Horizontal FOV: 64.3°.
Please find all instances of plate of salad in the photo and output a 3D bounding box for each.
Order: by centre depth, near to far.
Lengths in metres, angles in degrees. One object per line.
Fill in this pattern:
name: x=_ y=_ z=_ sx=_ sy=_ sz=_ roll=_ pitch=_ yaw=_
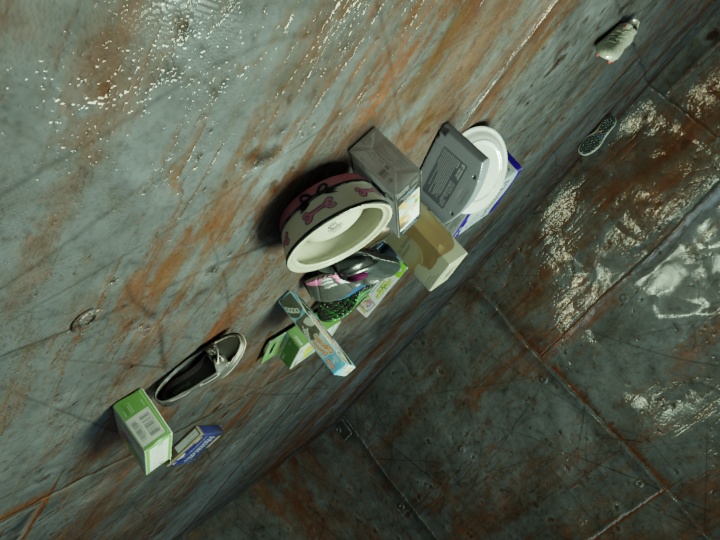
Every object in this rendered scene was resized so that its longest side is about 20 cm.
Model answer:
plate of salad: x=0.259 y=-0.232 z=1.325 sx=0.197 sy=0.048 sz=0.204 roll=-13 pitch=116 yaw=-28

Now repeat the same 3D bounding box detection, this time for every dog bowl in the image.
dog bowl: x=-0.048 y=-0.081 z=0.947 sx=0.198 sy=0.075 sz=0.201 roll=-27 pitch=164 yaw=-8

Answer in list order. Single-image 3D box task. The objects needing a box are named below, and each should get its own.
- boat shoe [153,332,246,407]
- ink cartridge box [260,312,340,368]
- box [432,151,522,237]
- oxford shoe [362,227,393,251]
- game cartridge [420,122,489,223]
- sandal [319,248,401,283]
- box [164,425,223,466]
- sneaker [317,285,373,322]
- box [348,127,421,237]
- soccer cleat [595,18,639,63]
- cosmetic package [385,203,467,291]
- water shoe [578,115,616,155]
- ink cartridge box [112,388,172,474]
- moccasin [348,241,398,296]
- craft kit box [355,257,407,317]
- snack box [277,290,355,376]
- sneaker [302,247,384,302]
boat shoe: x=-0.304 y=0.190 z=1.090 sx=0.199 sy=0.067 sz=0.057 roll=-38 pitch=169 yaw=-7
ink cartridge box: x=-0.149 y=0.180 z=1.444 sx=0.199 sy=0.059 sz=0.104 roll=-31 pitch=161 yaw=-40
box: x=0.299 y=-0.210 z=1.506 sx=0.199 sy=0.105 sz=0.185 roll=-34 pitch=163 yaw=-33
oxford shoe: x=0.019 y=-0.091 z=1.164 sx=0.200 sy=0.073 sz=0.084 roll=-49 pitch=160 yaw=14
game cartridge: x=0.190 y=-0.195 z=1.206 sx=0.041 sy=0.133 sz=0.201 roll=-31 pitch=162 yaw=-32
sandal: x=0.003 y=-0.005 z=1.172 sx=0.197 sy=0.049 sz=0.076 roll=4 pitch=141 yaw=-32
box: x=-0.445 y=0.473 z=1.556 sx=0.121 sy=0.032 sz=0.200 roll=-43 pitch=166 yaw=-4
sneaker: x=-0.029 y=0.068 z=1.455 sx=0.199 sy=0.078 sz=0.086 roll=-37 pitch=165 yaw=-26
box: x=0.047 y=-0.147 z=1.001 sx=0.060 sy=0.117 sz=0.200 roll=-42 pitch=164 yaw=-8
soccer cleat: x=0.672 y=-0.605 z=1.497 sx=0.200 sy=0.069 sz=0.078 roll=-41 pitch=162 yaw=-39
cosmetic package: x=0.128 y=-0.068 z=1.256 sx=0.071 sy=0.200 sz=0.106 roll=-28 pitch=159 yaw=-39
water shoe: x=1.034 y=-0.579 z=2.488 sx=0.200 sy=0.072 sz=0.079 roll=-49 pitch=166 yaw=20
ink cartridge box: x=-0.408 y=0.314 z=1.080 sx=0.059 sy=0.104 sz=0.201 roll=-32 pitch=162 yaw=-33
moccasin: x=0.000 y=0.000 z=1.372 sx=0.199 sy=0.069 sz=0.081 roll=-33 pitch=170 yaw=-32
craft kit box: x=0.085 y=0.010 z=1.568 sx=0.198 sy=0.048 sz=0.200 roll=-49 pitch=180 yaw=31
snack box: x=-0.093 y=0.139 z=1.239 sx=0.037 sy=0.201 sz=0.116 roll=-39 pitch=165 yaw=0
sneaker: x=-0.036 y=0.002 z=1.264 sx=0.197 sy=0.087 sz=0.081 roll=-15 pitch=134 yaw=-18
